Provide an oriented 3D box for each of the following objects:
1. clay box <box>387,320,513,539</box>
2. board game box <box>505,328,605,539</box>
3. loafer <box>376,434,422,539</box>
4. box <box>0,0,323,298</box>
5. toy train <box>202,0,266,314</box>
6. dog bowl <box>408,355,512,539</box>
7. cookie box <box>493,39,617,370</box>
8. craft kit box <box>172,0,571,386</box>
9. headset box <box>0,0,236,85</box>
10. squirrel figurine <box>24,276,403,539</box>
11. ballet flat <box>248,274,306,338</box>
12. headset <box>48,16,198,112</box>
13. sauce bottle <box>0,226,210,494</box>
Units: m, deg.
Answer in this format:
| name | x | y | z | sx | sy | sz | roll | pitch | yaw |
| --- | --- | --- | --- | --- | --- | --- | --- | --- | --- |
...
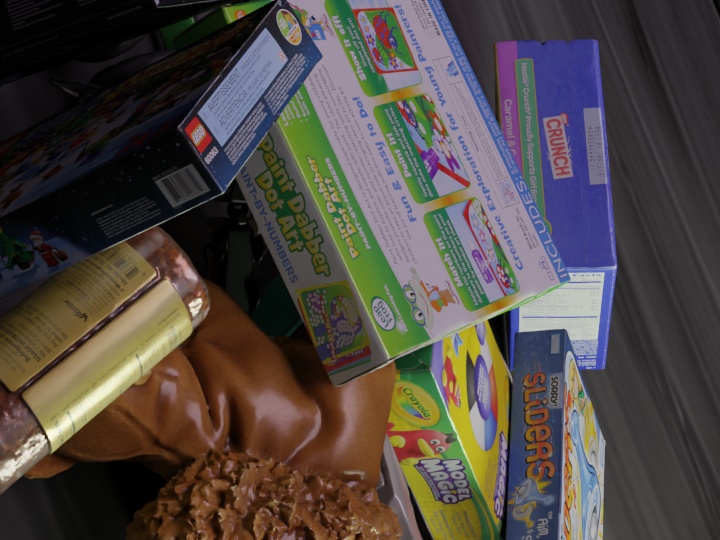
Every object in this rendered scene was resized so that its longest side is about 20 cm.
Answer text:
| name | x | y | z | sx | sy | sz | roll | pitch | yaw |
| --- | --- | --- | --- | --- | --- | --- | --- | --- | --- |
| clay box | 0.051 | 0.075 | 1.351 | 0.200 | 0.048 | 0.115 | 65 | 25 | -46 |
| board game box | 0.120 | 0.155 | 1.421 | 0.135 | 0.034 | 0.200 | 65 | 24 | -51 |
| loafer | 0.015 | 0.173 | 1.247 | 0.063 | 0.072 | 0.200 | 37 | 39 | -60 |
| box | -0.125 | -0.049 | 1.102 | 0.038 | 0.200 | 0.137 | 55 | 33 | -18 |
| toy train | -0.070 | -0.064 | 1.314 | 0.034 | 0.046 | 0.200 | -1 | 105 | -24 |
| dog bowl | 0.041 | 0.117 | 1.469 | 0.200 | 0.059 | 0.200 | 35 | 48 | -51 |
| cookie box | 0.133 | -0.042 | 1.607 | 0.200 | 0.075 | 0.171 | 82 | 6 | -67 |
| craft kit box | 0.012 | -0.056 | 1.240 | 0.197 | 0.048 | 0.200 | -18 | 82 | -57 |
| headset box | -0.171 | -0.201 | 1.124 | 0.093 | 0.174 | 0.200 | -21 | 94 | -61 |
| squirrel figurine | -0.076 | 0.092 | 1.172 | 0.187 | 0.142 | 0.200 | 17 | 44 | -49 |
| ballet flat | 0.000 | 0.000 | 1.385 | 0.200 | 0.070 | 0.065 | -43 | 138 | -16 |
| headset | -0.117 | -0.123 | 1.265 | 0.124 | 0.094 | 0.200 | 65 | 20 | -18 |
| sauce bottle | -0.159 | 0.056 | 1.052 | 0.200 | 0.066 | 0.066 | -39 | 116 | -21 |
